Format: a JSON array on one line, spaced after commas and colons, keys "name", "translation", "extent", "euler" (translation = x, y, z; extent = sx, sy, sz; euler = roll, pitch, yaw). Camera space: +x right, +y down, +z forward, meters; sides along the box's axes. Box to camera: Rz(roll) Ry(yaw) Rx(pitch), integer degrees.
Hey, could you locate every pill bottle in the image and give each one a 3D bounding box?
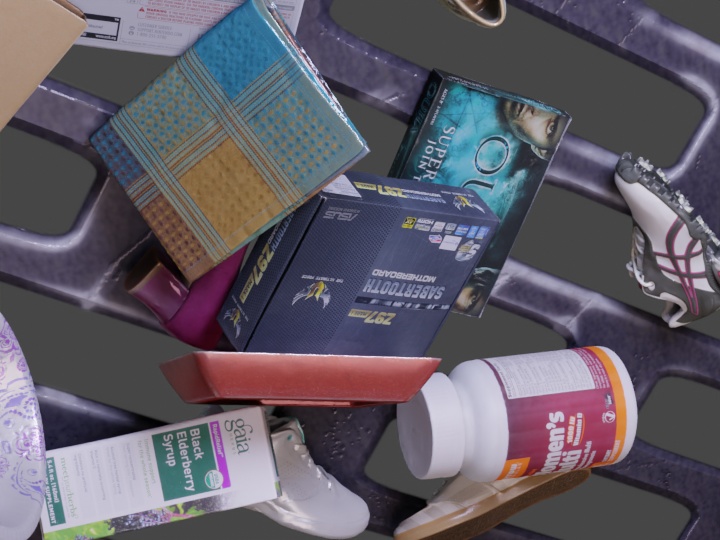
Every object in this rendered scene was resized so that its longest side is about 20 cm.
[{"name": "pill bottle", "translation": [0.140, 0.132, 1.662], "extent": [0.198, 0.110, 0.111], "euler": [-6, 119, -20]}]

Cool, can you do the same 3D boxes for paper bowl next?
[{"name": "paper bowl", "translation": [-0.326, 0.122, 1.414], "extent": [0.103, 0.201, 0.202], "euler": [-13, 124, 9]}]

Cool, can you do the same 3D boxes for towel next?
[{"name": "towel", "translation": [-0.102, -0.098, 1.405], "extent": [0.199, 0.022, 0.147], "euler": [-35, 90, 30]}]

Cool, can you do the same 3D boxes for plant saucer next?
[{"name": "plant saucer", "translation": [-0.054, 0.091, 1.499], "extent": [0.197, 0.200, 0.037], "euler": [2, 83, -14]}]

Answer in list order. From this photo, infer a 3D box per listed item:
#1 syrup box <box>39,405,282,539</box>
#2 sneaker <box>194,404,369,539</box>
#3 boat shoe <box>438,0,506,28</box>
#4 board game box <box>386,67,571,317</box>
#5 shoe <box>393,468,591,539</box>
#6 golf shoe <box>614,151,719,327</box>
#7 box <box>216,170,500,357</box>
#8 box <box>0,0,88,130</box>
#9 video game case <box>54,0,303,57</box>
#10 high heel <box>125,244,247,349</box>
[{"name": "syrup box", "translation": [-0.169, 0.171, 1.535], "extent": [0.198, 0.081, 0.080], "euler": [-12, 85, -1]}, {"name": "sneaker", "translation": [-0.065, 0.174, 1.630], "extent": [0.199, 0.075, 0.089], "euler": [23, 95, -29]}, {"name": "boat shoe", "translation": [0.055, -0.274, 1.431], "extent": [0.073, 0.063, 0.200], "euler": [-40, 122, 4]}, {"name": "board game box", "translation": [0.083, -0.063, 1.581], "extent": [0.134, 0.028, 0.202], "euler": [13, 112, -27]}, {"name": "shoe", "translation": [0.118, 0.209, 1.737], "extent": [0.198, 0.054, 0.070], "euler": [-23, 156, -4]}, {"name": "golf shoe", "translation": [0.274, -0.021, 1.656], "extent": [0.088, 0.077, 0.200], "euler": [-37, 124, 9]}, {"name": "box", "translation": [0.000, 0.000, 1.503], "extent": [0.199, 0.051, 0.159], "euler": [7, 123, -40]}, {"name": "box", "translation": [-0.323, -0.154, 1.347], "extent": [0.163, 0.021, 0.200], "euler": [31, 113, -32]}, {"name": "video game case", "translation": [-0.133, -0.232, 1.347], "extent": [0.198, 0.022, 0.183], "euler": [6, 136, -12]}, {"name": "high heel", "translation": [-0.093, -0.023, 1.500], "extent": [0.200, 0.068, 0.096], "euler": [-40, 121, 17]}]
